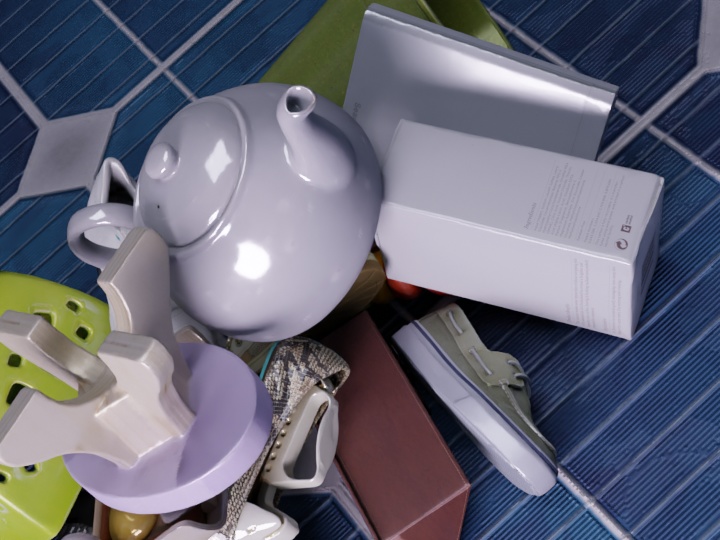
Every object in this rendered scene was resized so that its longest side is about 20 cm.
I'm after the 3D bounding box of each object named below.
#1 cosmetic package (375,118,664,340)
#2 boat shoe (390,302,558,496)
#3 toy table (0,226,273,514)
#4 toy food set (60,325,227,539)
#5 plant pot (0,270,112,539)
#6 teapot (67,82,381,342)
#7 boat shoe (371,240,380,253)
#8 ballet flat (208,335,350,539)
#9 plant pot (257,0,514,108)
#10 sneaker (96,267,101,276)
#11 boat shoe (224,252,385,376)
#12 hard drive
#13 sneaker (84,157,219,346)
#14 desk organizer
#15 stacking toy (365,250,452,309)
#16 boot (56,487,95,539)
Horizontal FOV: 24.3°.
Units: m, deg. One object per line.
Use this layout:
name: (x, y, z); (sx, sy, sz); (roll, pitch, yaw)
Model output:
cosmetic package: (0.113, -0.030, 1.216); (0.198, 0.113, 0.082); (16, 62, 16)
boat shoe: (0.089, 0.084, 1.209); (0.062, 0.072, 0.200); (-39, 42, -4)
toy table: (-0.161, 0.078, 1.117); (0.199, 0.117, 0.185); (-7, 47, 40)
toy food set: (-0.163, 0.146, 1.187); (0.143, 0.060, 0.201); (-40, 32, 25)
plant pot: (-0.321, 0.096, 1.346); (0.198, 0.181, 0.201); (-19, 40, 47)
teapot: (-0.094, -0.051, 1.179); (0.197, 0.145, 0.201); (37, 101, 49)
boat shoe: (-0.065, -0.071, 1.311); (0.198, 0.065, 0.074); (15, 72, 23)
ballet flat: (-0.063, 0.143, 1.179); (0.075, 0.068, 0.201); (19, 76, 25)
plant pot: (0.012, -0.158, 1.390); (0.189, 0.200, 0.201); (-36, 43, 19)
sneaker: (-0.166, -0.019, 1.418); (0.199, 0.074, 0.088); (-32, 21, 35)
boat shoe: (-0.056, 0.034, 1.290); (0.201, 0.073, 0.063); (-49, 62, 42)
hard drive: (0.084, -0.110, 1.277); (0.198, 0.133, 0.026); (20, 30, 11)
sneaker: (-0.169, 0.001, 1.314); (0.075, 0.089, 0.201); (-20, 61, -22)
desk organizer: (0.021, 0.127, 1.219); (0.077, 0.072, 0.201); (-33, 44, 2)
stacking toy: (0.000, 0.000, 1.332); (0.198, 0.086, 0.086); (-6, 52, 24)
boot: (-0.159, 0.220, 1.251); (0.210, 0.079, 0.159); (-17, 40, 35)
